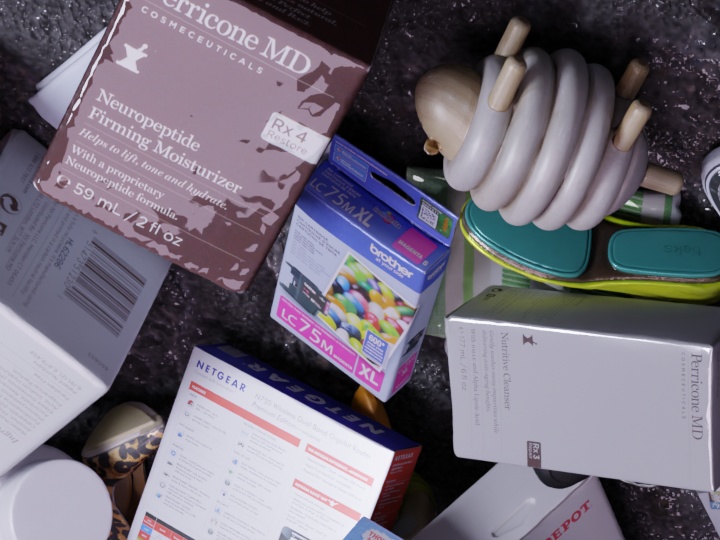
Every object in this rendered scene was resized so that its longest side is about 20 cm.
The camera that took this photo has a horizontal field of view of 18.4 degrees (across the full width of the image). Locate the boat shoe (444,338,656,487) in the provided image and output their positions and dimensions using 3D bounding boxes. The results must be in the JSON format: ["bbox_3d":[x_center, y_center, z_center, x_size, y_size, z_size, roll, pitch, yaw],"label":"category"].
[{"bbox_3d":[0.153,0.100,1.710,0.200,0.064,0.071,27,132,-3],"label":"boat shoe"}]

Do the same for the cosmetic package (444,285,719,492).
[{"bbox_3d":[0.167,0.080,1.561,0.199,0.081,0.113,4,109,29],"label":"cosmetic package"}]

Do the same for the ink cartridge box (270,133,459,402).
[{"bbox_3d":[0.000,0.000,1.652,0.119,0.042,0.200,36,142,16],"label":"ink cartridge box"}]

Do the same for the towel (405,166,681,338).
[{"bbox_3d":[0.133,-0.005,1.642,0.199,0.023,0.153,6,126,9],"label":"towel"}]

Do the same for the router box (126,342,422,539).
[{"bbox_3d":[-0.071,0.179,1.765,0.200,0.049,0.180,27,104,25],"label":"router box"}]

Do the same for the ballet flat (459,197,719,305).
[{"bbox_3d":[0.167,-0.008,1.584,0.199,0.067,0.067,10,155,5],"label":"ballet flat"}]

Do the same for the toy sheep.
[{"bbox_3d":[0.130,-0.091,1.518,0.200,0.138,0.138,21,133,-7],"label":"toy sheep"}]

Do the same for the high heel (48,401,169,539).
[{"bbox_3d":[-0.179,0.185,1.885,0.143,0.071,0.200,48,144,-14],"label":"high heel"}]

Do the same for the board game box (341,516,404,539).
[{"bbox_3d":[0.063,0.287,1.710,0.151,0.037,0.200,28,151,27],"label":"board game box"}]

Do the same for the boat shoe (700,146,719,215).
[{"bbox_3d":[0.311,-0.006,1.563,0.074,0.068,0.199,-29,115,35],"label":"boat shoe"}]

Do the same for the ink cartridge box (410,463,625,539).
[{"bbox_3d":[0.141,0.255,1.772,0.086,0.148,0.200,27,150,49],"label":"ink cartridge box"}]

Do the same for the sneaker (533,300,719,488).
[{"bbox_3d":[0.209,0.101,1.621,0.200,0.088,0.076,-42,127,13],"label":"sneaker"}]

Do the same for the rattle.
[{"bbox_3d":[-0.048,0.200,1.799,0.200,0.130,0.143,-19,138,13],"label":"rattle"}]

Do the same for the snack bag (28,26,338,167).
[{"bbox_3d":[-0.121,-0.109,1.658,0.200,0.021,0.188,43,130,-17],"label":"snack bag"}]

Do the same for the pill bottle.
[{"bbox_3d":[-0.288,0.202,1.849,0.120,0.120,0.200,45,155,-20],"label":"pill bottle"}]

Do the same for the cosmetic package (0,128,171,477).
[{"bbox_3d":[-0.285,0.036,1.737,0.166,0.168,0.200,39,129,-16],"label":"cosmetic package"}]

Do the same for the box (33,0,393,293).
[{"bbox_3d":[-0.096,-0.130,1.509,0.166,0.164,0.200,27,120,-6],"label":"box"}]

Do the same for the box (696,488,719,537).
[{"bbox_3d":[0.347,0.177,1.724,0.156,0.041,0.200,-13,122,28],"label":"box"}]
